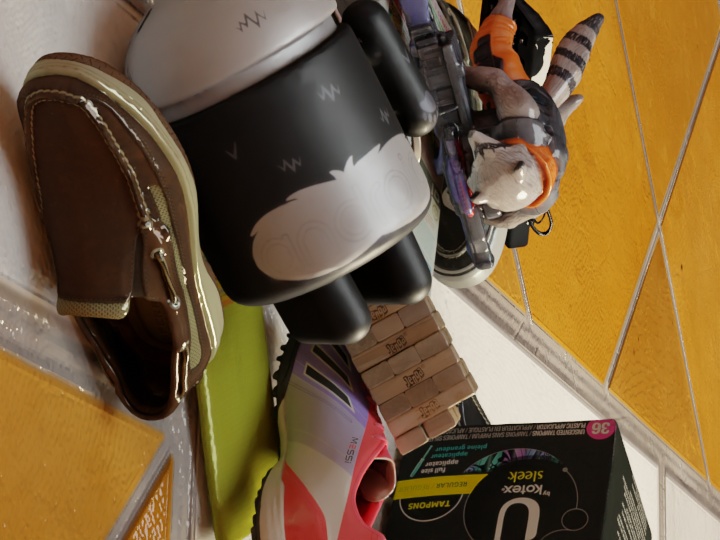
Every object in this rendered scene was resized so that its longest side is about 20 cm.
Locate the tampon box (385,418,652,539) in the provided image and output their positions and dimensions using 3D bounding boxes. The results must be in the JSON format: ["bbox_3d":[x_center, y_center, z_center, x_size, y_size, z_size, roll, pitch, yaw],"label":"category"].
[{"bbox_3d":[0.097,0.214,1.585,0.127,0.149,0.201,67,26,-43],"label":"tampon box"}]

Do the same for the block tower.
[{"bbox_3d":[0.000,0.000,1.380,0.201,0.054,0.058,62,4,1],"label":"block tower"}]

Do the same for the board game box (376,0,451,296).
[{"bbox_3d":[0.004,-0.100,1.524,0.148,0.064,0.201,59,34,-53],"label":"board game box"}]

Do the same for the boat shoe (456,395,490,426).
[{"bbox_3d":[0.095,0.152,1.727,0.074,0.060,0.201,-68,147,-50],"label":"boat shoe"}]

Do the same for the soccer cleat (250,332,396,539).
[{"bbox_3d":[-0.012,0.097,1.362,0.201,0.073,0.069,-82,162,-51],"label":"soccer cleat"}]

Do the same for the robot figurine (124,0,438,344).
[{"bbox_3d":[-0.041,-0.062,1.267,0.201,0.124,0.150,63,28,-12],"label":"robot figurine"}]

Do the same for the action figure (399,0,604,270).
[{"bbox_3d":[0.092,-0.114,1.539,0.194,0.104,0.201,-78,155,-50],"label":"action figure"}]

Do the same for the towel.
[{"bbox_3d":[-0.075,0.044,1.342,0.086,0.018,0.202,-24,109,-66],"label":"towel"}]

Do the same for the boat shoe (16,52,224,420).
[{"bbox_3d":[-0.113,-0.008,1.161,0.203,0.074,0.075,68,32,-42],"label":"boat shoe"}]

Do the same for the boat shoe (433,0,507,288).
[{"bbox_3d":[0.052,-0.089,1.659,0.064,0.070,0.202,41,40,-64],"label":"boat shoe"}]

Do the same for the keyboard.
[{"bbox_3d":[0.097,-0.099,1.713,0.104,0.039,0.201,47,-31,37],"label":"keyboard"}]

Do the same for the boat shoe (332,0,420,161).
[{"bbox_3d":[-0.020,-0.142,1.409,0.067,0.057,0.202,119,-44,-68],"label":"boat shoe"}]
